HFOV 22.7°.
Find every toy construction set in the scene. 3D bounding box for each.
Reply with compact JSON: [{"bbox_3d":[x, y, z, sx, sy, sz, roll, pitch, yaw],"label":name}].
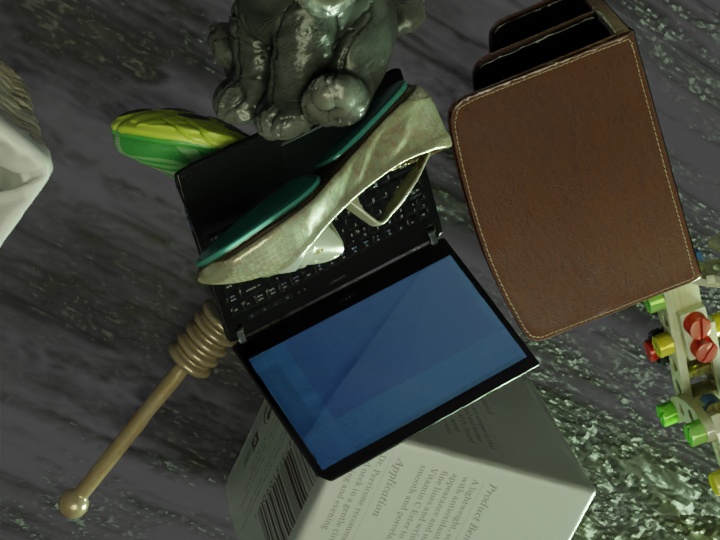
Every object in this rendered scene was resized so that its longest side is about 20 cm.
[{"bbox_3d":[0.259,0.053,1.324,0.091,0.131,0.202,-6,118,-12],"label":"toy construction set"}]

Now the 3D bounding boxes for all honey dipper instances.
[{"bbox_3d":[-0.158,0.105,1.295,0.038,0.038,0.200,33,107,-27],"label":"honey dipper"}]

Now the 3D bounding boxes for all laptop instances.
[{"bbox_3d":[0.000,0.000,1.171,0.176,0.103,0.202,-27,118,-22],"label":"laptop"}]

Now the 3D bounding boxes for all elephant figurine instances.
[{"bbox_3d":[-0.049,-0.193,1.109,0.140,0.156,0.201,-5,129,12],"label":"elephant figurine"}]

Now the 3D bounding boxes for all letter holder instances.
[{"bbox_3d":[0.135,-0.071,1.248,0.141,0.101,0.201,-22,120,-1],"label":"letter holder"}]

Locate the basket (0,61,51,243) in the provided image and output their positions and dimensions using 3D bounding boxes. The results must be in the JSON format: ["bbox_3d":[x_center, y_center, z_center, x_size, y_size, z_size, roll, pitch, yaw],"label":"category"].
[{"bbox_3d":[-0.321,-0.070,1.080,0.198,0.161,0.200,34,105,-27],"label":"basket"}]

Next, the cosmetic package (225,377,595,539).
[{"bbox_3d":[0.030,0.160,1.298,0.198,0.165,0.166,18,111,-22],"label":"cosmetic package"}]

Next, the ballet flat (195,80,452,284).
[{"bbox_3d":[-0.016,-0.042,1.132,0.200,0.067,0.063,-42,104,-19],"label":"ballet flat"}]

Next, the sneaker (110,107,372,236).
[{"bbox_3d":[-0.081,-0.049,1.209,0.199,0.074,0.084,25,95,-25],"label":"sneaker"}]
